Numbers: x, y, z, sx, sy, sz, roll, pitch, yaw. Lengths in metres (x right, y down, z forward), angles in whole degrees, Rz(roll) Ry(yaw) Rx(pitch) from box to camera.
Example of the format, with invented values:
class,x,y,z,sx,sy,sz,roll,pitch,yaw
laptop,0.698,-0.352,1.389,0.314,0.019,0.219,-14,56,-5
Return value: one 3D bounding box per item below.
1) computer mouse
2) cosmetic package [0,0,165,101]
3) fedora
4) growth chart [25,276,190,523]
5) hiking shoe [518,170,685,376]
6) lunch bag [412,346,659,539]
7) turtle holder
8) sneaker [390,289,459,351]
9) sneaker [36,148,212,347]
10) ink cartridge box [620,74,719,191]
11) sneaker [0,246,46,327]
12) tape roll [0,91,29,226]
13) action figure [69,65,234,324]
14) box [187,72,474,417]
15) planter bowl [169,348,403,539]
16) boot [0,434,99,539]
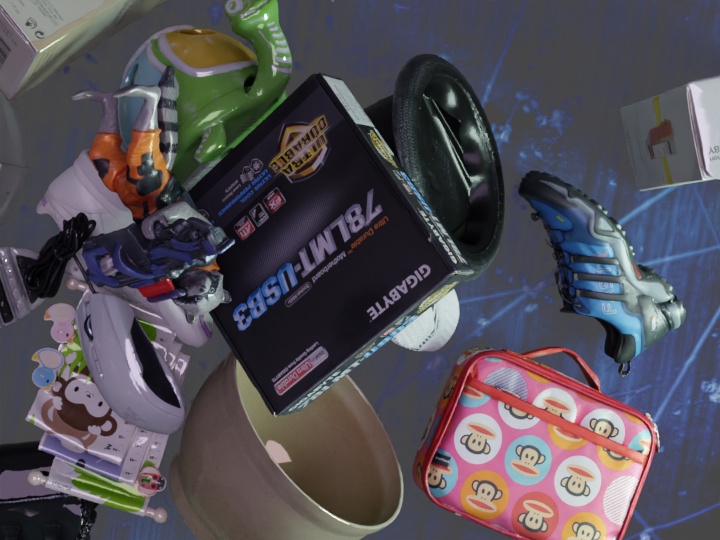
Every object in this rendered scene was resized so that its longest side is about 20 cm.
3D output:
class,x,y,z,sx,sy,sz,roll,pitch,yaw
computer mouse,-0.217,0.057,1.138,0.044,0.110,0.201,-31,89,-47
cosmetic package,-0.229,-0.236,1.119,0.200,0.103,0.073,-41,95,-31
fedora,0.051,-0.086,1.179,0.091,0.200,0.202,-8,93,32
growth chart,-0.223,0.111,1.182,0.144,0.018,0.201,14,70,-13
hiking shoe,0.205,-0.002,1.212,0.087,0.074,0.200,-43,94,-2
lunch bag,0.163,0.157,1.216,0.199,0.082,0.177,23,86,-6
turtle holder,-0.135,-0.145,1.135,0.141,0.186,0.132,-27,74,-25
sneaker,0.000,0.000,1.201,0.200,0.115,0.075,33,90,-39
sneaker,-0.208,-0.007,1.194,0.099,0.075,0.200,-37,90,12
ink cartridge box,0.325,-0.126,1.153,0.144,0.200,0.084,-12,93,-4
sneaker,-0.372,0.021,1.173,0.199,0.081,0.076,-16,109,-24
tape roll,-0.393,-0.105,1.135,0.201,0.139,0.204,0,92,-5
action figure,-0.143,-0.054,1.035,0.104,0.199,0.194,-30,110,-38
box,-0.042,-0.019,1.075,0.200,0.050,0.199,-39,73,21
planter bowl,-0.078,0.168,1.154,0.135,0.200,0.200,-39,94,24
boot,-0.316,0.163,1.183,0.161,0.073,0.200,0,95,-4
